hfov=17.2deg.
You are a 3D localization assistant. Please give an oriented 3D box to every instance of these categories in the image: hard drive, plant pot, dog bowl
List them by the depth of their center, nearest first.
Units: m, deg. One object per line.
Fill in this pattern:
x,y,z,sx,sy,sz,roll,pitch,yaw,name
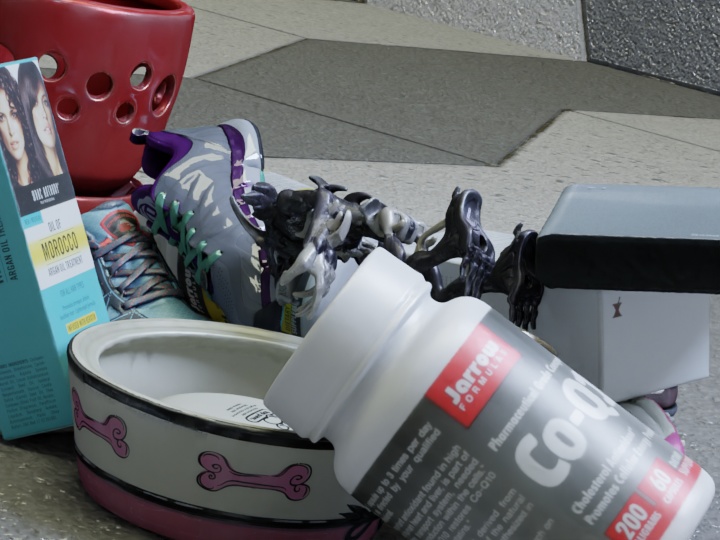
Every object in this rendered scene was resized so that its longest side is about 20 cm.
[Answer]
-0.064,0.089,1.275,0.199,0.074,0.200,11,12,-2,dog bowl
0.178,-0.019,1.372,0.138,0.033,0.200,2,11,9,hard drive
-0.240,-0.138,1.869,0.199,0.184,0.200,9,13,-2,plant pot

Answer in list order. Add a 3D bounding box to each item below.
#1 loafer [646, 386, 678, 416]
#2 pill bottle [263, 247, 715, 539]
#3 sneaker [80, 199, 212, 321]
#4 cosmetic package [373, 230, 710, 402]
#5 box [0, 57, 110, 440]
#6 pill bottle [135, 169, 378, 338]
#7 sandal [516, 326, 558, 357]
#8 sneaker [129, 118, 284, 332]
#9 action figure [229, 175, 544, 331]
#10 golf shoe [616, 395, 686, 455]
0.126,0.049,1.633,0.199,0.063,0.072,16,14,23,loafer
0.059,0.086,1.144,0.200,0.114,0.114,37,16,3,pill bottle
-0.160,0.006,1.505,0.199,0.096,0.079,21,17,39,sneaker
0.102,0.024,1.427,0.101,0.072,0.199,-10,13,-42,cosmetic package
-0.189,-0.014,1.330,0.049,0.201,0.082,-13,6,17,box
-0.060,-0.006,1.606,0.199,0.113,0.112,21,16,41,pill bottle
0.075,0.090,1.269,0.081,0.055,0.200,17,-25,14,sandal
-0.099,-0.016,1.493,0.087,0.075,0.201,0,41,-12,sneaker
0.000,0.000,1.374,0.199,0.103,0.119,5,-19,39,action figure
0.116,0.104,1.393,0.091,0.076,0.200,-4,10,-24,golf shoe
